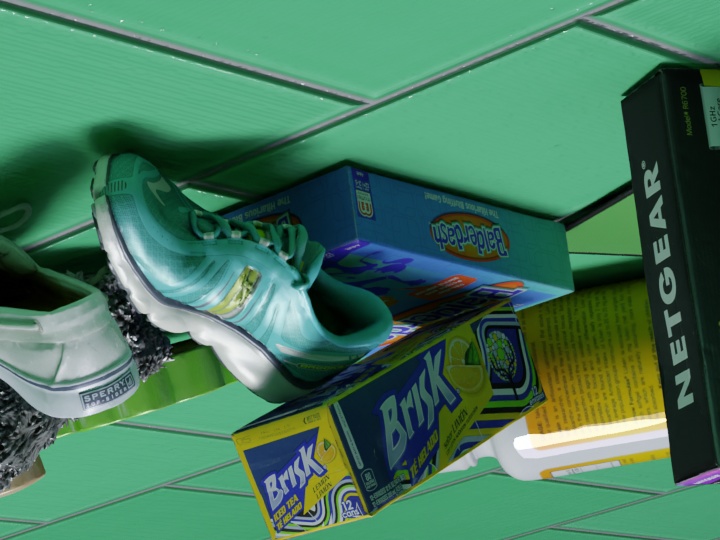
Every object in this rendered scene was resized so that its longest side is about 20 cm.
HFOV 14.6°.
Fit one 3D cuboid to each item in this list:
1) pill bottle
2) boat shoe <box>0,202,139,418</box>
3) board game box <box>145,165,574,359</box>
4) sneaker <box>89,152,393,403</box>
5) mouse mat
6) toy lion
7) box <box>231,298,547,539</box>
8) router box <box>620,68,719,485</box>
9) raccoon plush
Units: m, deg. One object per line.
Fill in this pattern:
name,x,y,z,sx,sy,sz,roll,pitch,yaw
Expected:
pill bottle,0.134,0.068,1.729,0.199,0.112,0.111,-10,164,8
boat shoe,-0.185,0.006,1.414,0.074,0.087,0.202,-25,-153,-25
board game box,0.000,0.000,1.551,0.152,0.045,0.199,-21,160,35
sneaker,-0.060,-0.006,1.405,0.079,0.078,0.200,-23,141,29
mouse mat,0.212,-0.041,1.586,0.160,0.008,0.200,2,160,-31
toy lion,-0.155,0.073,1.661,0.191,0.069,0.200,-19,-177,-15
box,0.019,0.078,1.502,0.070,0.065,0.200,-19,-175,34
router box,0.216,0.003,1.388,0.148,0.201,0.051,-1,165,-22
raccoon plush,-0.162,0.076,1.495,0.133,0.201,0.097,-17,133,-1
